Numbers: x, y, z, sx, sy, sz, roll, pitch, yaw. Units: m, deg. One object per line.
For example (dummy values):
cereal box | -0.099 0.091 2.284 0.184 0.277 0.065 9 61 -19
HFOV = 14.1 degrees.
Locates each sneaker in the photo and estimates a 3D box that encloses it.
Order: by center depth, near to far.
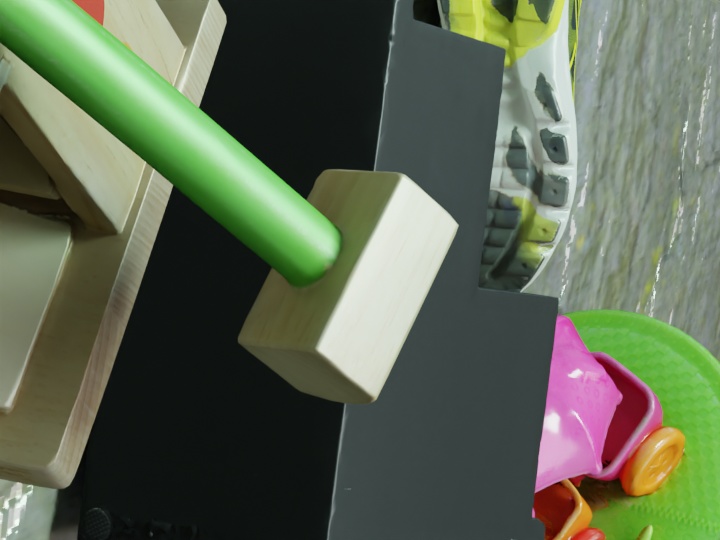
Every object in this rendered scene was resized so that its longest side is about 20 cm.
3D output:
sneaker | 0.063 -0.083 1.198 0.085 0.074 0.201 -52 151 -67

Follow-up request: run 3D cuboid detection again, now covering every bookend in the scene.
bookend | 0.000 0.000 1.002 0.199 0.092 0.201 5 92 -66

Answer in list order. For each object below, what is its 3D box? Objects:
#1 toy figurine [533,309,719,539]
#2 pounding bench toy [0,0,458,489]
toy figurine | 0.052 0.086 1.178 0.200 0.150 0.184 -51 153 1
pounding bench toy | -0.089 -0.043 0.608 0.156 0.199 0.125 61 43 -61
